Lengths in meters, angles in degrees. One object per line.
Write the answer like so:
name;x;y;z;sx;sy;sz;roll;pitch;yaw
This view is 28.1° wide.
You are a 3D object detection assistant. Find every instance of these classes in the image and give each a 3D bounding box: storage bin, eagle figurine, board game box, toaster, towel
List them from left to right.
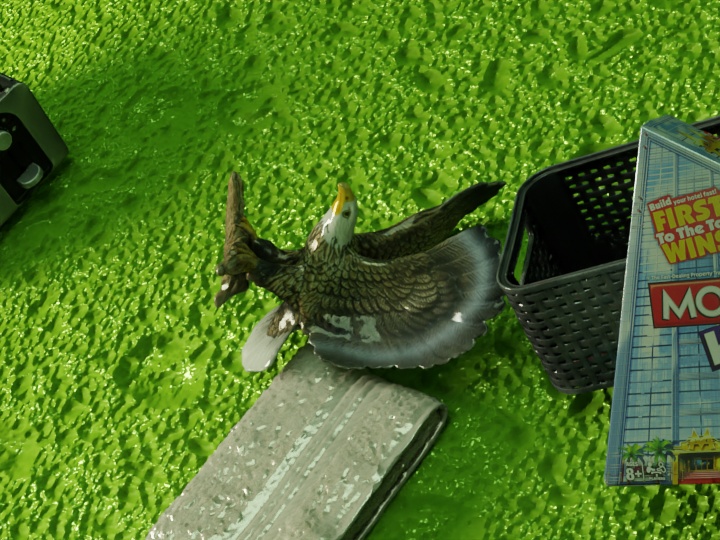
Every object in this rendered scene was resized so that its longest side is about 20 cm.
toaster;-0.385;-0.097;1.264;0.200;0.119;0.181;25;67;37
towel;-0.046;0.144;0.975;0.132;0.035;0.200;24;67;36
eagle figurine;0.001;-0.003;0.998;0.199;0.151;0.152;6;76;-5
storage bin;0.200;-0.014;0.905;0.200;0.094;0.135;-16;32;27
board game box;0.221;0.010;0.776;0.200;0.200;0.062;-6;9;26
